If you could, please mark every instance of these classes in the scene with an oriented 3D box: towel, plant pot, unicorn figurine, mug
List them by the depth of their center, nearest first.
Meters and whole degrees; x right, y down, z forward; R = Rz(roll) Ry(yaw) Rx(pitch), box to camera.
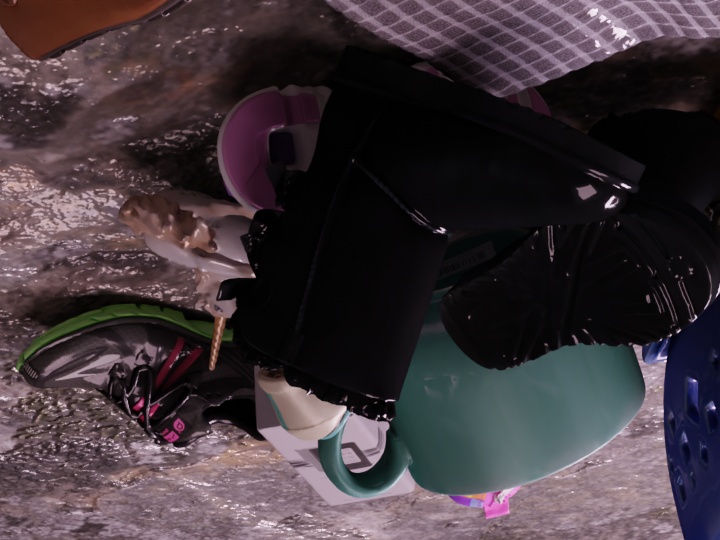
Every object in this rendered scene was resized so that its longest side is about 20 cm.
[{"bbox_3d":[0.077,-0.153,0.822,0.165,0.086,0.200,-20,150,30],"label":"towel"},{"bbox_3d":[0.070,0.051,1.071,0.151,0.115,0.185,-6,-157,44],"label":"mug"},{"bbox_3d":[-0.073,-0.008,1.096,0.136,0.074,0.200,6,155,33],"label":"unicorn figurine"},{"bbox_3d":[0.291,0.058,1.153,0.198,0.181,0.200,-11,155,-11],"label":"plant pot"}]

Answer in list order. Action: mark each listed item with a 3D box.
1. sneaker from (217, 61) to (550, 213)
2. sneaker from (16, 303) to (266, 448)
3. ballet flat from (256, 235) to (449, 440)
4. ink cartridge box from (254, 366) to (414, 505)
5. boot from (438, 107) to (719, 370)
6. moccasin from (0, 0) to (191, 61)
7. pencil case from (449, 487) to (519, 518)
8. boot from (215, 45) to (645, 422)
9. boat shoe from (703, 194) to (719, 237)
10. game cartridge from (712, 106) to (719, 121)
[{"bbox_3d":[0.008,-0.067,1.002,0.199,0.081,0.088,-6,176,-21],"label":"sneaker"},{"bbox_3d":[-0.135,0.076,1.246,0.199,0.084,0.077,8,150,-25],"label":"sneaker"},{"bbox_3d":[0.000,0.000,1.031,0.069,0.201,0.070,22,154,11],"label":"ballet flat"},{"bbox_3d":[-0.022,0.068,1.215,0.066,0.117,0.200,-10,153,13],"label":"ink cartridge box"},{"bbox_3d":[0.145,-0.032,0.944,0.077,0.168,0.200,51,148,-9],"label":"boot"},{"bbox_3d":[-0.104,-0.152,0.792,0.078,0.074,0.201,48,150,-24],"label":"moccasin"},{"bbox_3d":[0.094,0.112,1.362,0.088,0.089,0.200,-6,153,2],"label":"pencil case"},{"bbox_3d":[0.027,-0.008,0.864,0.198,0.164,0.073,23,-179,41],"label":"boot"},{"bbox_3d":[0.224,-0.016,1.021,0.071,0.200,0.064,35,94,-32],"label":"boat shoe"},{"bbox_3d":[0.273,-0.031,0.967,0.176,0.033,0.200,38,-179,-3],"label":"game cartridge"}]
